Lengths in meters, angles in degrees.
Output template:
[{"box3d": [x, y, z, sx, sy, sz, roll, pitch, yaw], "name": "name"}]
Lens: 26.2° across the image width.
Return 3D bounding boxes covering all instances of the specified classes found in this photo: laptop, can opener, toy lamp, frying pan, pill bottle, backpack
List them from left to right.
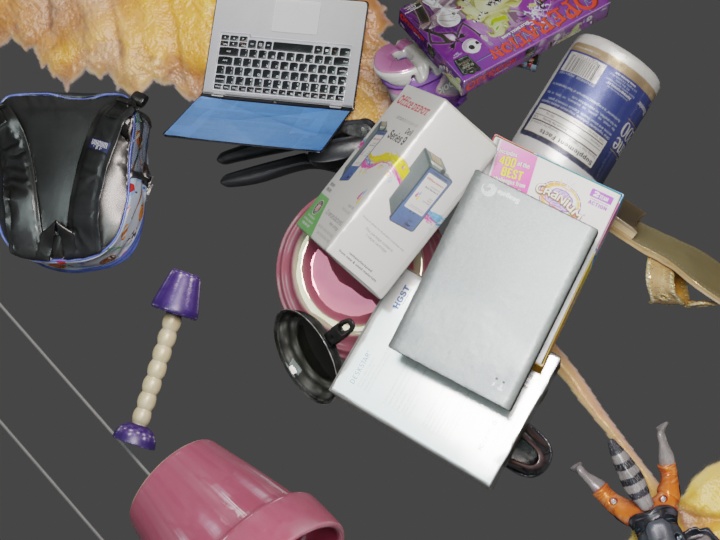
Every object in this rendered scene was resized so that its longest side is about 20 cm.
[{"box3d": [-0.324, -0.094, 1.742, 0.197, 0.154, 0.193, 0, 75, 13], "name": "backpack"}, {"box3d": [-0.228, 0.098, 1.753, 0.057, 0.058, 0.203, 17, 85, 9], "name": "toy lamp"}, {"box3d": [-0.103, -0.228, 1.739, 0.185, 0.116, 0.203, 7, 84, 13], "name": "laptop"}, {"box3d": [-0.072, -0.136, 1.762, 0.197, 0.079, 0.064, -7, 74, 19], "name": "can opener"}, {"box3d": [-0.049, 0.070, 1.684, 0.031, 0.191, 0.115, -27, 62, -31], "name": "frying pan"}, {"box3d": [0.233, -0.147, 1.696, 0.110, 0.111, 0.201, 32, 88, 10], "name": "pill bottle"}]

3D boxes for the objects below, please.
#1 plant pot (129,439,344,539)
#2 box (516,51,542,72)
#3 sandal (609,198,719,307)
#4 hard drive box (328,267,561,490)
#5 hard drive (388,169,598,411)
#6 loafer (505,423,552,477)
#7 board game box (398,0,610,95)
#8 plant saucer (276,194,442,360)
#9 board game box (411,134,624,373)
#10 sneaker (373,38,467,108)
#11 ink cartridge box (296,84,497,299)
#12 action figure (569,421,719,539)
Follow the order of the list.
[{"box3d": [-0.145, 0.287, 1.662, 0.179, 0.200, 0.200, 42, 89, 26], "name": "plant pot"}, {"box3d": [0.155, -0.321, 1.721, 0.135, 0.038, 0.202, 15, 58, 8], "name": "box"}, {"box3d": [0.329, 0.002, 1.698, 0.211, 0.078, 0.070, 37, 122, 8], "name": "sandal"}, {"box3d": [0.091, 0.114, 1.642, 0.199, 0.077, 0.157, 30, 84, 11], "name": "hard drive box"}, {"box3d": [0.133, 0.019, 1.552, 0.138, 0.033, 0.202, 26, 88, 11], "name": "hard drive"}, {"box3d": [0.122, 0.160, 1.696, 0.198, 0.063, 0.072, 30, 89, 10], "name": "loafer"}, {"box3d": [0.154, -0.275, 1.654, 0.199, 0.032, 0.120, -30, 68, -20], "name": "board game box"}, {"box3d": [0.000, 0.000, 1.739, 0.197, 0.051, 0.204, -1, 83, 8], "name": "plant saucer"}, {"box3d": [0.163, -0.018, 1.603, 0.152, 0.040, 0.202, 26, 80, 11], "name": "board game box"}, {"box3d": [0.109, -0.230, 1.745, 0.198, 0.089, 0.081, -23, 38, -14], "name": "sneaker"}, {"box3d": [0.037, -0.088, 1.635, 0.087, 0.145, 0.200, 40, 91, -20], "name": "ink cartridge box"}, {"box3d": [0.286, 0.284, 1.643, 0.198, 0.105, 0.195, -23, 71, 2], "name": "action figure"}]
